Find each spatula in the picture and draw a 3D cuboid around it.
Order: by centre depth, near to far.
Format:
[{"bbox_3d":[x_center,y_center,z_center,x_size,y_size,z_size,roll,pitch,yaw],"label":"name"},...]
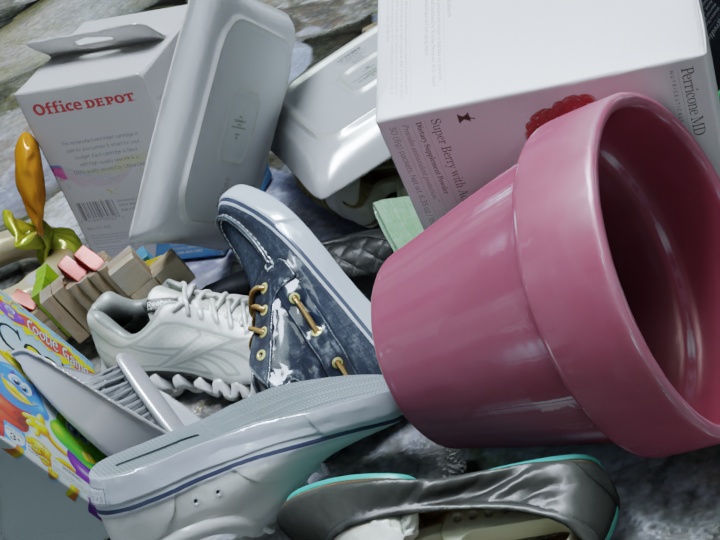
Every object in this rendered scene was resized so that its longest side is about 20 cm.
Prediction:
[{"bbox_3d":[-0.130,0.015,1.152,0.199,0.021,0.057,-9,36,47],"label":"spatula"}]

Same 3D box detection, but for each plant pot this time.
[{"bbox_3d":[0.113,0.021,0.887,0.178,0.200,0.200,-21,26,35],"label":"plant pot"}]

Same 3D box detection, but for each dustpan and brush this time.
[{"bbox_3d":[-0.122,0.108,0.987,0.057,0.139,0.200,-48,63,8],"label":"dustpan and brush"}]

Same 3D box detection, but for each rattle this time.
[{"bbox_3d":[-0.345,-0.020,1.290,0.199,0.143,0.131,-5,51,17],"label":"rattle"}]

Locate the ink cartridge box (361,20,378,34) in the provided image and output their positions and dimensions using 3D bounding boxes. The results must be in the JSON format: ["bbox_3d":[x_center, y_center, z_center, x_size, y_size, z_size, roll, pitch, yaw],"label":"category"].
[{"bbox_3d":[0.113,-0.185,1.310,0.164,0.075,0.200,-25,30,-8],"label":"ink cartridge box"}]

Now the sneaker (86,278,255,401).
[{"bbox_3d":[-0.106,0.045,1.082,0.199,0.081,0.075,-8,31,20],"label":"sneaker"}]

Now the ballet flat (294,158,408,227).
[{"bbox_3d":[0.028,-0.064,1.189,0.199,0.071,0.071,-4,34,28],"label":"ballet flat"}]

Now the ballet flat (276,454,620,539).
[{"bbox_3d":[0.043,0.145,0.843,0.199,0.068,0.069,-11,44,18],"label":"ballet flat"}]

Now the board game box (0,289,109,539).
[{"bbox_3d":[-0.237,0.115,1.002,0.103,0.105,0.200,-43,29,8],"label":"board game box"}]

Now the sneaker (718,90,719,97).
[{"bbox_3d":[0.178,-0.084,1.043,0.199,0.084,0.074,-14,30,-13],"label":"sneaker"}]

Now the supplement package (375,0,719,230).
[{"bbox_3d":[0.120,-0.117,0.962,0.199,0.121,0.120,-11,51,15],"label":"supplement package"}]

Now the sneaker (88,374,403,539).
[{"bbox_3d":[-0.062,0.119,0.915,0.199,0.071,0.073,-18,15,-14],"label":"sneaker"}]

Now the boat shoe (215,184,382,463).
[{"bbox_3d":[-0.051,0.031,1.008,0.091,0.071,0.200,-36,66,-19],"label":"boat shoe"}]

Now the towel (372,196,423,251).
[{"bbox_3d":[0.121,-0.028,1.064,0.199,0.024,0.153,-11,30,-8],"label":"towel"}]

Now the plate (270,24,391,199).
[{"bbox_3d":[0.015,-0.149,1.216,0.199,0.032,0.200,-34,28,-5],"label":"plate"}]

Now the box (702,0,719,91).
[{"bbox_3d":[0.185,-0.189,1.130,0.105,0.200,0.148,-54,32,3],"label":"box"}]

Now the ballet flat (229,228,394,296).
[{"bbox_3d":[0.000,0.000,1.131,0.199,0.057,0.066,-8,5,14],"label":"ballet flat"}]

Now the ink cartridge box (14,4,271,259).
[{"bbox_3d":[-0.181,-0.123,1.275,0.128,0.201,0.125,-4,34,26],"label":"ink cartridge box"}]

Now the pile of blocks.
[{"bbox_3d":[-0.213,0.007,1.179,0.199,0.062,0.082,-21,32,34],"label":"pile of blocks"}]

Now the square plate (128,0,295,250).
[{"bbox_3d":[-0.102,-0.111,1.154,0.028,0.199,0.200,15,3,16],"label":"square plate"}]
